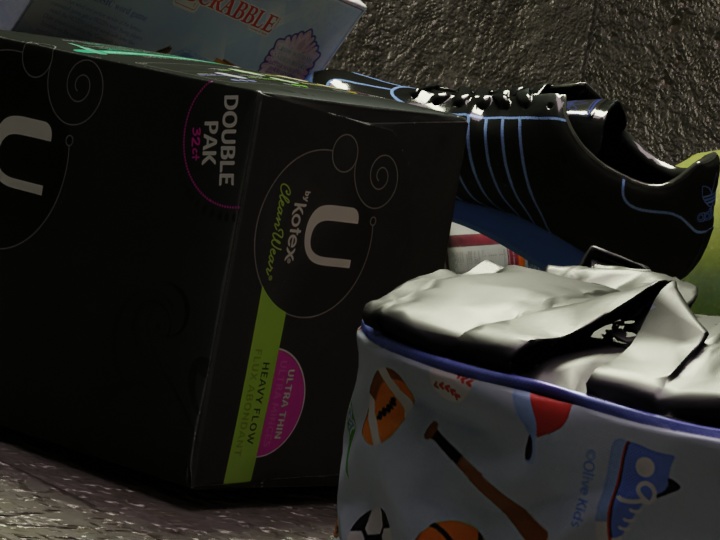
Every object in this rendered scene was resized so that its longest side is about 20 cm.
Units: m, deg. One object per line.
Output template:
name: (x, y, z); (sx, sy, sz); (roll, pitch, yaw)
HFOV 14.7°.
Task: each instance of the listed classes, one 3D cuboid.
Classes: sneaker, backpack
sneaker: (0.065, -0.056, 1.231); (0.200, 0.078, 0.070); (26, 22, 12)
backpack: (0.081, 0.066, 0.655); (0.200, 0.154, 0.190); (7, -5, 36)

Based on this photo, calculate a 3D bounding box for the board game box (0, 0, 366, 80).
board game box: (-0.116, -0.070, 1.224); (0.041, 0.200, 0.200); (43, 13, 31)

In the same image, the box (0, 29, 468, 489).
box: (-0.080, -0.008, 1.072); (0.200, 0.149, 0.124); (15, 7, 40)

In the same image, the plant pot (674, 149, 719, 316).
plant pot: (0.253, 0.004, 1.430); (0.184, 0.201, 0.200); (0, 2, 23)

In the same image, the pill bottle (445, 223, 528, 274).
pill bottle: (0.000, 0.000, 1.312); (0.109, 0.110, 0.200); (12, 6, 21)

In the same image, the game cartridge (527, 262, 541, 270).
game cartridge: (0.062, -0.014, 1.423); (0.200, 0.134, 0.040); (14, 26, 27)
